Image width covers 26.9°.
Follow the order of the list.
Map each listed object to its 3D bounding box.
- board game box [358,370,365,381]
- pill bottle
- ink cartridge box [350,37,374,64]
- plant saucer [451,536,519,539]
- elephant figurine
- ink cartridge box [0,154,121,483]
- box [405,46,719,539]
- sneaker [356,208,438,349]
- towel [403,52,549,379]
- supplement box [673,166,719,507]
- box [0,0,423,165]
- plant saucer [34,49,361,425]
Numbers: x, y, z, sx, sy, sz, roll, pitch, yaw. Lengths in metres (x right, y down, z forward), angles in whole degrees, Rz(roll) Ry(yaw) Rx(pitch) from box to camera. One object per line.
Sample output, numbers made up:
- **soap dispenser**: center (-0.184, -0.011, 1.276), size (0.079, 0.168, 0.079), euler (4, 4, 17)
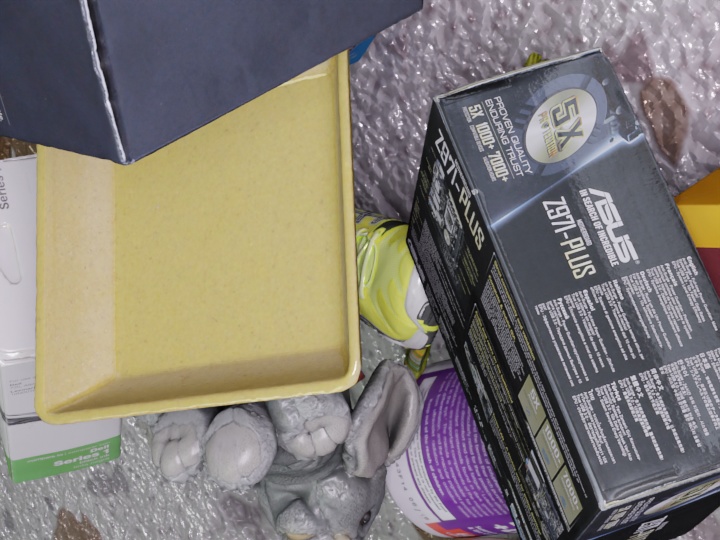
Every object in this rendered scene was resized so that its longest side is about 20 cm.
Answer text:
- **board game box**: center (-0.065, -0.017, 0.936), size (0.200, 0.019, 0.103), euler (58, 174, -38)
- **pill bottle**: center (0.112, 0.095, 0.882), size (0.200, 0.111, 0.112), euler (-18, 99, 49)
- **ink cartridge box**: center (-0.049, -0.208, 0.839), size (0.145, 0.147, 0.200), euler (48, 137, 10)
- **plant saucer**: center (0.110, 0.210, 0.947), size (0.200, 0.035, 0.200), euler (12, 154, 6)
- **elephant figurine**: center (-0.032, 0.102, 0.874), size (0.141, 0.155, 0.200), euler (42, 178, 44)
- **ink cartridge box**: center (-0.212, 0.034, 1.011), size (0.200, 0.084, 0.146), euler (110, 146, -60)
- **box**: center (0.098, 0.027, 0.711), size (0.164, 0.086, 0.200), euler (96, 155, -67)
- **sneaker**: center (0.000, 0.000, 0.901), size (0.200, 0.076, 0.076), euler (-169, 93, -73)
- **towel**: center (0.067, -0.027, 0.883), size (0.018, 0.086, 0.200), euler (19, 133, -3)
- **supplement box**: center (0.269, 0.042, 0.675), size (0.197, 0.133, 0.200), euler (3, 114, 44)
- **box**: center (-0.111, -0.151, 0.671), size (0.196, 0.200, 0.124), euler (13, 124, 38)
- **plant saucer**: center (-0.079, -0.025, 0.790), size (0.200, 0.048, 0.200), euler (-9, 77, 28)
